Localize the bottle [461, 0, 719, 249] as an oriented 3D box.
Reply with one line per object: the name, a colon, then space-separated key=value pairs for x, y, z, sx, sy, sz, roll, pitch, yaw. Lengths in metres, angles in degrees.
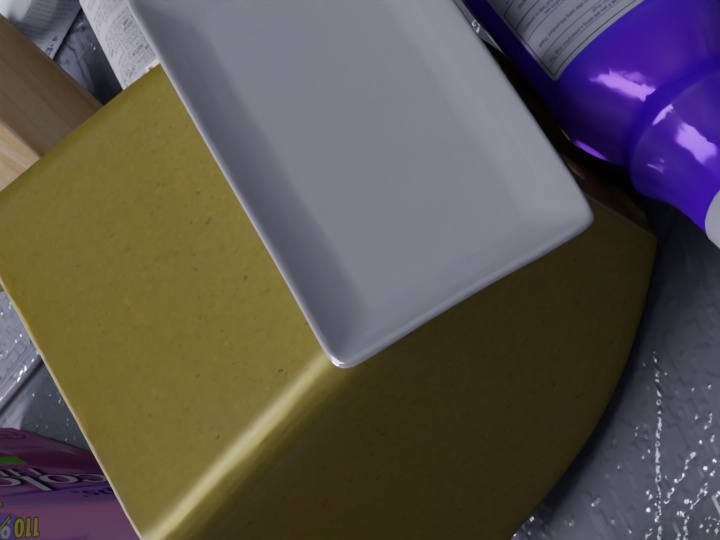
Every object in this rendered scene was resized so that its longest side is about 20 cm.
bottle: x=0.108 y=-0.086 z=0.899 sx=0.083 sy=0.065 sz=0.200 roll=-37 pitch=56 yaw=3

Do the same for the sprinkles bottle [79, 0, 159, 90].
sprinkles bottle: x=-0.092 y=-0.111 z=1.134 sx=0.068 sy=0.068 sz=0.200 roll=-52 pitch=52 yaw=33

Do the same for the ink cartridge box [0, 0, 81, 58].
ink cartridge box: x=-0.194 y=-0.234 z=1.278 sx=0.200 sy=0.040 sz=0.200 roll=-56 pitch=51 yaw=30

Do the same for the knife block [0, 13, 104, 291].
knife block: x=-0.145 y=-0.049 z=1.166 sx=0.175 sy=0.064 sz=0.201 roll=-14 pitch=92 yaw=48

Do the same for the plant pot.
plant pot: x=0.000 y=0.000 z=0.938 sx=0.200 sy=0.195 sz=0.194 roll=-46 pitch=54 yaw=15

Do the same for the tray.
tray: x=-0.003 y=-0.059 z=0.851 sx=0.107 sy=0.022 sz=0.200 roll=-30 pitch=57 yaw=-1

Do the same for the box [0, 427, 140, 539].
box: x=-0.201 y=0.144 z=1.163 sx=0.200 sy=0.175 sz=0.097 roll=12 pitch=97 yaw=49
